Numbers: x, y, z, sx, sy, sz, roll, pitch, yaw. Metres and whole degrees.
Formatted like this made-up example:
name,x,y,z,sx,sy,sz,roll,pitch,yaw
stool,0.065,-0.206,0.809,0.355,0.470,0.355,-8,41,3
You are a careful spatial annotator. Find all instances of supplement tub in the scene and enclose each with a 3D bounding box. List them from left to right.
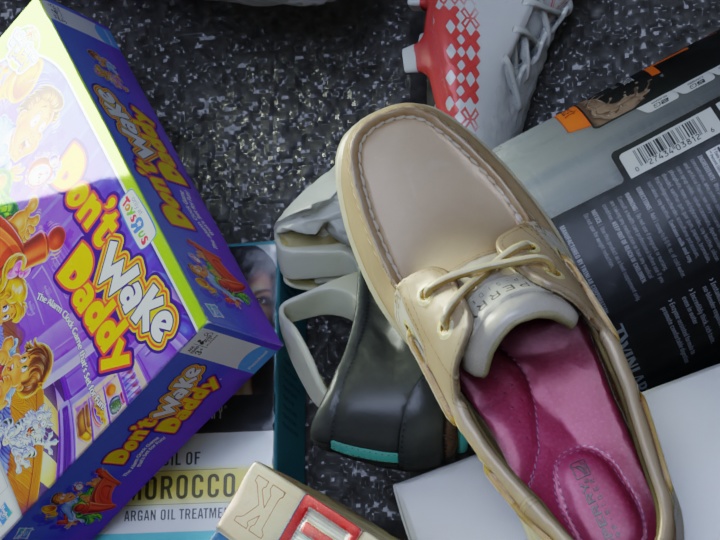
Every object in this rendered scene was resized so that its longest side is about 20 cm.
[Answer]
name,x,y,z,sx,sy,sz,roll,pitch,yaw
supplement tub,0.153,-0.033,0.745,0.200,0.123,0.123,-27,69,3

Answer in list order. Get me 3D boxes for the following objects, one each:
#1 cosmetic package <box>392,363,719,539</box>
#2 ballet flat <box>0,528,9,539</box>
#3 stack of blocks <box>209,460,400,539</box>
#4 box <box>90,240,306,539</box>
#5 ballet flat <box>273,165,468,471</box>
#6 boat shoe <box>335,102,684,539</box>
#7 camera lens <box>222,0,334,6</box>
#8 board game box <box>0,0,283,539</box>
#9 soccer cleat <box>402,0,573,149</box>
name,x,y,z,sx,sy,sz,roll,pitch,yaw
cosmetic package,0.125,0.095,0.720,0.200,0.108,0.085,-20,70,5
ballet flat,-0.168,0.117,0.777,0.063,0.069,0.200,-54,47,20
stack of blocks,0.016,0.161,0.623,0.200,0.059,0.115,27,85,40
box,-0.068,0.091,0.795,0.082,0.049,0.200,-4,72,11
ballet flat,0.000,0.000,0.758,0.068,0.068,0.200,-5,38,0
boat shoe,0.055,0.022,0.650,0.074,0.069,0.200,-30,79,-5
camera lens,-0.087,-0.207,0.815,0.200,0.160,0.160,21,78,33
board game box,-0.129,-0.001,0.792,0.134,0.045,0.200,-46,52,19
soccer cleat,0.067,-0.124,0.823,0.085,0.069,0.200,-6,67,17
